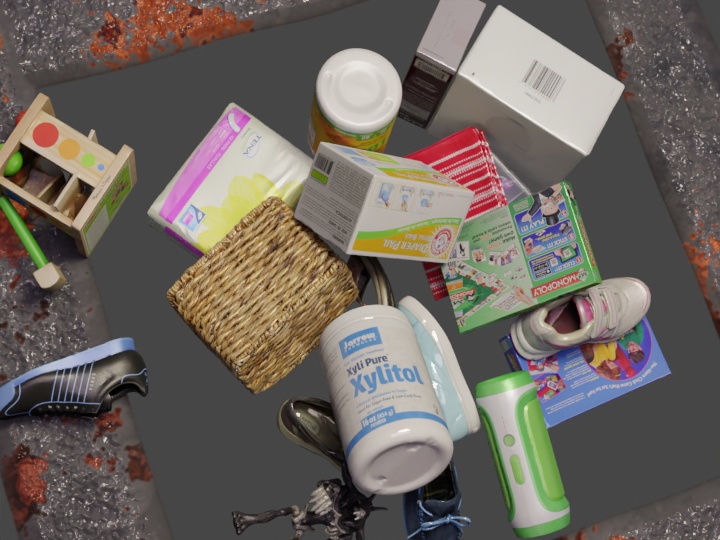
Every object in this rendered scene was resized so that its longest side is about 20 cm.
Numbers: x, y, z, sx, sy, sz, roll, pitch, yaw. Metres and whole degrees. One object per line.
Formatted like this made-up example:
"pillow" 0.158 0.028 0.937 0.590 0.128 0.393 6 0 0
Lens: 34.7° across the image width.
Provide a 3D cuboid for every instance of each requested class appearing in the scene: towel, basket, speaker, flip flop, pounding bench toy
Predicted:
"towel" 0.129 -0.076 1.550 0.143 0.022 0.203 -19 89 25
"basket" -0.120 0.034 1.479 0.200 0.143 0.149 -45 66 -8
"speaker" 0.210 0.237 1.495 0.087 0.088 0.204 -14 86 -12
"flip flop" 0.000 0.000 1.538 0.057 0.081 0.203 -23 74 4
"pounding bench toy" -0.404 -0.093 1.468 0.154 0.124 0.202 30 74 0

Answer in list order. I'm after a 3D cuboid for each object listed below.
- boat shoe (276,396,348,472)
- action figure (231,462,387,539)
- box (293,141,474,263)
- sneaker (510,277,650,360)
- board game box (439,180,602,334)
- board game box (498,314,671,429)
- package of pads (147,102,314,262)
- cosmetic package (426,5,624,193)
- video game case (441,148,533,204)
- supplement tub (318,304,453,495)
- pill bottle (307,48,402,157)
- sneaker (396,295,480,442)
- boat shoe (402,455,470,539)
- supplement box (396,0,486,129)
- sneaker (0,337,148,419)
"boat shoe" -0.014 0.220 1.482 0.198 0.066 0.073 27 71 -2
"action figure" -0.054 0.317 1.432 0.196 0.102 0.121 -14 100 -11
"box" 0.033 -0.083 1.456 0.112 0.198 0.103 34 109 39
"sneaker" 0.299 0.060 1.514 0.197 0.088 0.083 -21 79 -13
"board game box" 0.198 -0.014 1.484 0.198 0.029 0.137 -22 77 27
"board game box" 0.305 0.118 1.570 0.197 0.045 0.136 -20 80 -13
"package of pads" -0.166 -0.101 1.537 0.153 0.068 0.201 34 74 1
"cosmetic package" 0.217 -0.217 1.558 0.198 0.200 0.124 32 71 0
"video game case" 0.179 -0.060 1.566 0.200 0.019 0.143 47 112 5
"supplement tub" 0.028 0.158 1.416 0.129 0.133 0.202 -10 49 -11
"pill bottle" -0.013 -0.195 1.513 0.109 0.200 0.113 2 72 -7
"sneaker" 0.083 0.135 1.516 0.081 0.074 0.202 -23 81 -19
"boat shoe" 0.091 0.290 1.459 0.083 0.068 0.204 -18 98 -29
"supplement box" 0.102 -0.282 1.555 0.060 0.200 0.110 25 74 -2
"sneaker" -0.362 0.155 1.442 0.197 0.070 0.079 -22 74 -15
